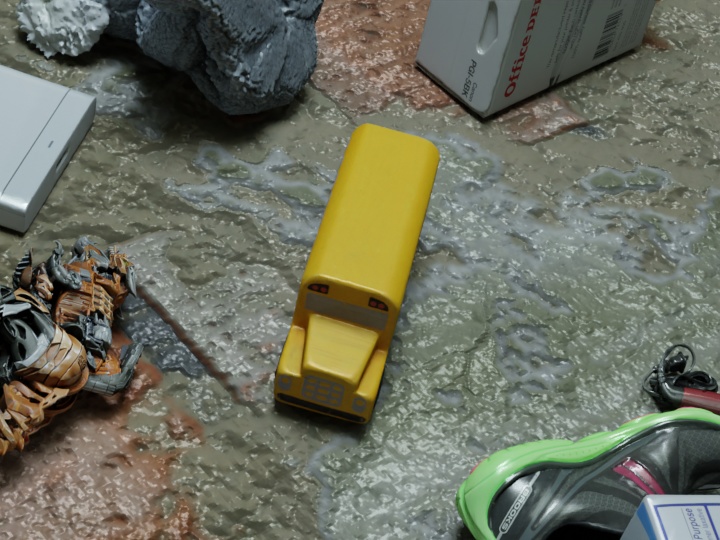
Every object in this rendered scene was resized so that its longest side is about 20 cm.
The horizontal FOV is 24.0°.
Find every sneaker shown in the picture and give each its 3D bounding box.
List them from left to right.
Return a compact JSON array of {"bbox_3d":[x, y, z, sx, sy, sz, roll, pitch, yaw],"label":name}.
[{"bbox_3d":[0.149,0.135,0.981,0.198,0.077,0.084,-11,65,-23],"label":"sneaker"}]

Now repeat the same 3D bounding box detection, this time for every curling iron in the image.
[{"bbox_3d":[0.279,0.089,1.093,0.198,0.026,0.050,15,44,-2],"label":"curling iron"}]

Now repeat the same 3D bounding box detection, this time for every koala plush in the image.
[{"bbox_3d":[-0.138,-0.206,1.208,0.198,0.185,0.178,11,49,26],"label":"koala plush"}]

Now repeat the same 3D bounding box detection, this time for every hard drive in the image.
[{"bbox_3d":[-0.291,-0.103,1.120,0.198,0.027,0.132,18,42,2],"label":"hard drive"}]

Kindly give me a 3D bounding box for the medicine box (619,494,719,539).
[{"bbox_3d":[0.244,0.219,0.884,0.198,0.104,0.183,2,43,-15],"label":"medicine box"}]

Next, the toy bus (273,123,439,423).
[{"bbox_3d":[0.000,0.000,1.062,0.064,0.079,0.201,16,41,1],"label":"toy bus"}]

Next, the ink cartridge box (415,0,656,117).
[{"bbox_3d":[0.147,-0.223,1.299,0.199,0.148,0.083,-27,55,-39],"label":"ink cartridge box"}]

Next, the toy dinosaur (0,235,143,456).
[{"bbox_3d":[-0.193,0.038,0.956,0.135,0.103,0.200,32,19,-7],"label":"toy dinosaur"}]
